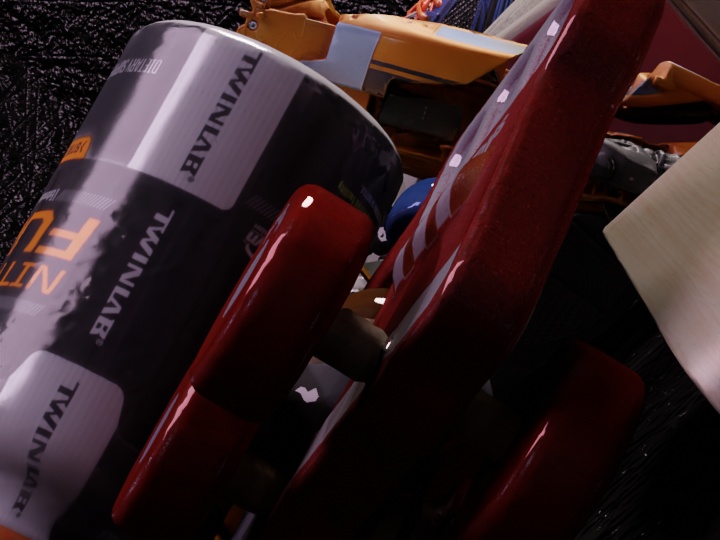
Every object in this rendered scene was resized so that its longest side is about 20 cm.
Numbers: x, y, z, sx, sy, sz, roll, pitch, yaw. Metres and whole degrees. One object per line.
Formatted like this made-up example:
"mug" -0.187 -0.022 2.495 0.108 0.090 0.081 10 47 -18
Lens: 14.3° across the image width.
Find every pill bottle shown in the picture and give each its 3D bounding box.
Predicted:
"pill bottle" -0.074 0.027 0.942 0.200 0.106 0.106 -62 11 -17

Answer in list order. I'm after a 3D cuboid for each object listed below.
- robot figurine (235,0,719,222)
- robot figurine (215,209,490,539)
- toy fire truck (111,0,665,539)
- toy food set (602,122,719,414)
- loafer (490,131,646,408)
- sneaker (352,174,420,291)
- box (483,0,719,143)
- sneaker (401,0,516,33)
"robot figurine" 0.056 -0.054 1.018 0.145 0.199 0.058 26 -101 -84
"robot figurine" -0.021 0.041 1.027 0.145 0.058 0.200 -42 37 4
"toy fire truck" 0.019 0.017 0.851 0.168 0.112 0.200 -62 4 -38
"toy food set" 0.150 -0.021 0.819 0.143 0.060 0.200 -42 14 7
"loafer" 0.043 0.028 1.106 0.200 0.072 0.063 -49 -1 -10
"sneaker" 0.000 0.000 1.167 0.073 0.085 0.200 11 39 29
"box" 0.136 -0.099 1.193 0.128 0.109 0.200 -46 5 -25
"sneaker" 0.033 -0.096 1.343 0.200 0.078 0.075 -67 -7 27
